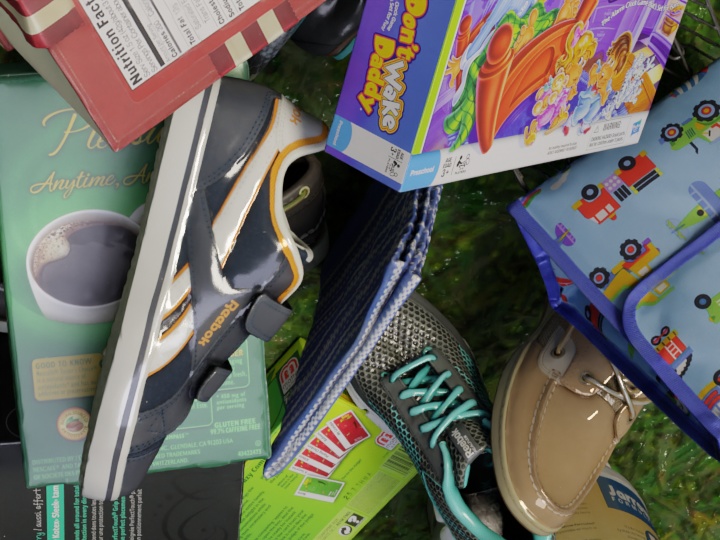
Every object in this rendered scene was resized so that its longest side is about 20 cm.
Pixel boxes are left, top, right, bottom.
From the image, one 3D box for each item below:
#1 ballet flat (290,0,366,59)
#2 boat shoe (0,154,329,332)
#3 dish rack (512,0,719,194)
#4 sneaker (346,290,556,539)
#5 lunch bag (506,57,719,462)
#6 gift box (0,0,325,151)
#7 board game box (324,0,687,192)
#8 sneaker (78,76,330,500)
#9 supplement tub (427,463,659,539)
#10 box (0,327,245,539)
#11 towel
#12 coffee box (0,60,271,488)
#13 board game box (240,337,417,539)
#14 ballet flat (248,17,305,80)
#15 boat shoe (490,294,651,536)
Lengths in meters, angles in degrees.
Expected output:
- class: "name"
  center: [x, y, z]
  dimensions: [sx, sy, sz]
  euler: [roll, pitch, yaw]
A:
- class: "ballet flat"
  center: [0.025, -0.184, 0.928]
  dimensions: [0.068, 0.068, 0.200]
  euler: [38, 111, -21]
- class: "boat shoe"
  center: [-0.115, -0.020, 1.018]
  dimensions: [0.201, 0.072, 0.061]
  euler: [-14, 132, -15]
- class: "dish rack"
  center: [0.125, -0.100, 1.014]
  dimensions: [0.153, 0.055, 0.200]
  euler: [-37, 134, -2]
- class: "sneaker"
  center: [0.054, 0.088, 1.077]
  dimensions: [0.078, 0.091, 0.200]
  euler: [-33, 89, -10]
- class: "lunch bag"
  center: [0.195, 0.004, 0.959]
  dimensions: [0.150, 0.200, 0.094]
  euler: [-36, 135, -5]
- class: "gift box"
  center: [-0.098, -0.187, 0.817]
  dimensions: [0.200, 0.187, 0.185]
  euler: [-34, 130, -13]
- class: "board game box"
  center: [0.078, -0.116, 0.859]
  dimensions: [0.200, 0.045, 0.135]
  euler: [-15, 128, -51]
- class: "sneaker"
  center: [-0.068, 0.014, 0.856]
  dimensions: [0.079, 0.078, 0.200]
  euler: [15, 100, -11]
- class: "supplement tub"
  center: [0.123, 0.205, 1.179]
  dimensions: [0.144, 0.200, 0.145]
  euler: [-8, 130, -9]
- class: "box"
  center: [-0.171, 0.087, 1.034]
  dimensions: [0.200, 0.149, 0.124]
  euler: [-3, 128, -12]
- class: "towel"
  center: [0.000, 0.000, 0.987]
  dimensions: [0.024, 0.200, 0.145]
  euler: [29, 120, -7]
- class: "coffee box"
  center: [-0.108, -0.002, 0.908]
  dimensions: [0.123, 0.044, 0.200]
  euler: [-7, 107, -10]
- class: "board game box"
  center: [-0.055, 0.140, 1.177]
  dimensions: [0.102, 0.048, 0.200]
  euler: [28, 116, -31]
- class: "ballet flat"
  center: [-0.091, -0.107, 0.937]
  dimensions: [0.072, 0.072, 0.200]
  euler: [27, 124, -32]
- class: "boat shoe"
  center: [0.128, 0.054, 1.061]
  dimensions: [0.064, 0.200, 0.071]
  euler: [-20, 127, 43]
